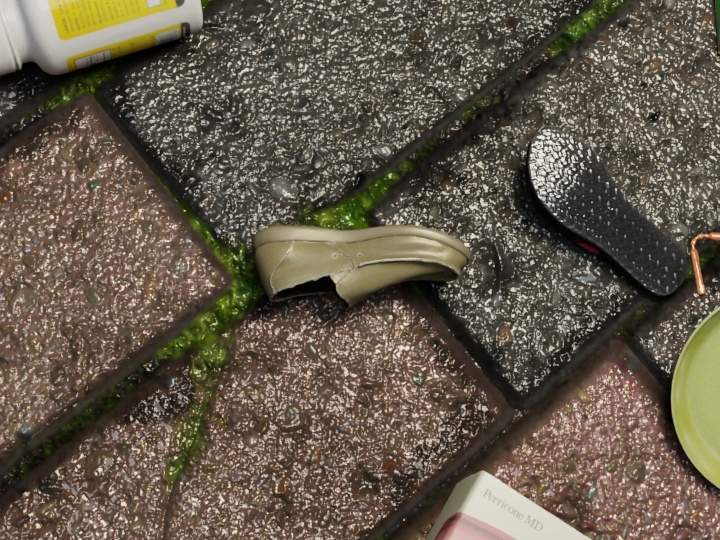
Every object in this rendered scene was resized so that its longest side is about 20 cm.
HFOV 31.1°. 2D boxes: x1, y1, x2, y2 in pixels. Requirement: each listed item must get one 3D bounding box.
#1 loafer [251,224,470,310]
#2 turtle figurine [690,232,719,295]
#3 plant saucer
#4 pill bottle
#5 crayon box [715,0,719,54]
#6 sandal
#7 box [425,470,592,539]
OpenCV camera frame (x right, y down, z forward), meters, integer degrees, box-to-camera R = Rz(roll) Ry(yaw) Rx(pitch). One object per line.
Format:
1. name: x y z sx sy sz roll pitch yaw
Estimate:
1. loafer: 0.000 0.000 1.161 0.197 0.076 0.069 0 75 3
2. turtle figurine: 0.403 0.027 1.207 0.160 0.064 0.202 -31 93 1
3. plant saucer: 0.378 0.111 1.164 0.197 0.031 0.203 1 100 6
4. pill bottle: -0.251 -0.243 1.170 0.197 0.111 0.113 -20 78 -13
5. crayon box: 0.447 -0.316 1.310 0.170 0.058 0.203 3 74 -6
6. sandal: 0.224 -0.049 1.221 0.200 0.045 0.075 43 79 -10
7. box: 0.096 0.288 1.072 0.127 0.109 0.201 31 74 2
